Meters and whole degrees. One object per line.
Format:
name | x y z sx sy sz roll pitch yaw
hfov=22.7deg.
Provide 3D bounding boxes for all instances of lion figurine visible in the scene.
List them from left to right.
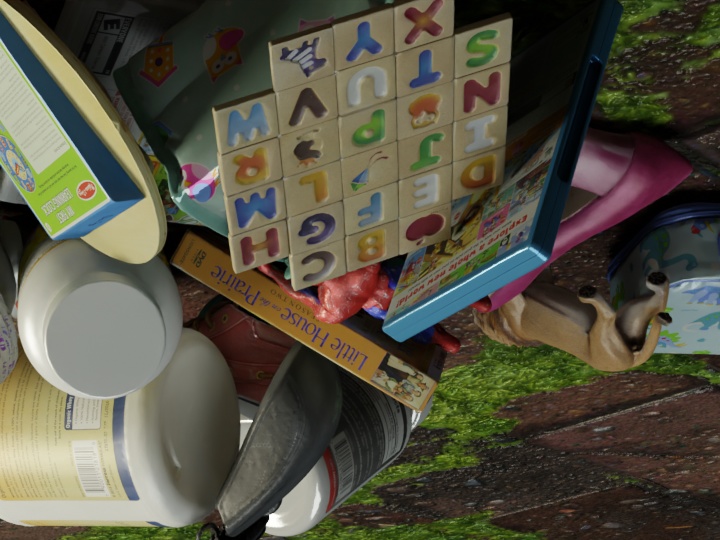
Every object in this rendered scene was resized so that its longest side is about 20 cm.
lion figurine | 0.162 0.036 1.389 0.072 0.200 0.123 -35 137 -27

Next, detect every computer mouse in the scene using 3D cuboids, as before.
computer mouse | -0.058 0.139 1.295 0.052 0.201 0.138 28 -160 8

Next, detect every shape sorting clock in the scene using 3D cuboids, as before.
shape sorting clock | -0.178 -0.087 1.018 0.039 0.200 0.200 -37 170 -24

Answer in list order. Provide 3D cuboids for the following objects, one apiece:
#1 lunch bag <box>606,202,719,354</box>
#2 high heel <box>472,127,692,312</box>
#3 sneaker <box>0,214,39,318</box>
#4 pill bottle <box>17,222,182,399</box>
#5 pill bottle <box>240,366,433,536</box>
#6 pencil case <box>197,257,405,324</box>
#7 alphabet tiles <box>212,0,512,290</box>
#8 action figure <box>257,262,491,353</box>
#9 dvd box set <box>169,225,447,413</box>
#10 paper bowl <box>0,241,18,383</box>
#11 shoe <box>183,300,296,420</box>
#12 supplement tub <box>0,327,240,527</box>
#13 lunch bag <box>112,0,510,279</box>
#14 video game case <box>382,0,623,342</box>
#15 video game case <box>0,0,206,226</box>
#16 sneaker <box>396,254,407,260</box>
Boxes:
lunch bag | 0.306 0.006 1.414 0.198 0.083 0.161 1 158 -11
high heel | 0.154 -0.028 1.300 0.095 0.068 0.201 14 131 -18
sneaker | -0.214 -0.001 1.333 0.081 0.078 0.200 -9 168 4
pill bottle | -0.169 0.021 1.154 0.103 0.105 0.200 1 -168 -11
pill bottle | -0.027 0.132 1.520 0.115 0.117 0.200 -22 -174 38
pencil case | -0.035 0.034 1.420 0.199 0.086 0.092 -20 133 37
alphabet tiles | 0.004 -0.066 0.965 0.165 0.006 0.201 -19 144 -12
action figure | 0.000 0.000 1.205 0.065 0.099 0.200 -54 151 11
dvd box set | -0.031 0.026 1.264 0.199 0.030 0.146 31 -171 2
paper bowl | -0.314 0.006 1.211 0.200 0.104 0.201 26 144 21
shoe | -0.108 0.051 1.378 0.199 0.092 0.071 18 -153 20
supplement tub | -0.204 0.116 1.322 0.199 0.146 0.144 -3 160 24
lunch bag | -0.016 -0.088 1.032 0.170 0.122 0.200 -35 150 10
video game case | 0.086 -0.062 1.072 0.018 0.201 0.143 35 143 -20
video game case | -0.114 -0.099 1.115 0.181 0.023 0.200 7 142 -24
sneaker | 0.007 -0.048 1.273 0.199 0.071 0.075 26 156 -39
